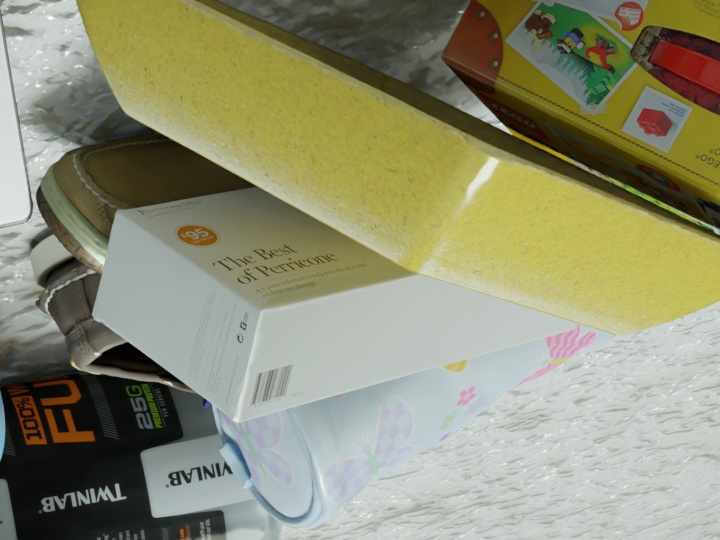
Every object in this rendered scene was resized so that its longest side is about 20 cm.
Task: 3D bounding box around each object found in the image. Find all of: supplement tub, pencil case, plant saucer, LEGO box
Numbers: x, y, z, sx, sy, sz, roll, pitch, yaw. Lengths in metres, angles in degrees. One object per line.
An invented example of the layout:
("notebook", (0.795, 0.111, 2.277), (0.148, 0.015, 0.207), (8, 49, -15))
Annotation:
("supplement tub", (-0.147, 0.113, 1.126), (0.199, 0.123, 0.123), (-10, 158, -17))
("pencil case", (0.028, 0.039, 1.050), (0.199, 0.083, 0.091), (-30, 160, -26))
("plant saucer", (0.015, -0.036, 0.795), (0.200, 0.199, 0.049), (17, 99, -53))
("LEGO box", (0.150, -0.046, 0.853), (0.077, 0.199, 0.149), (-60, 154, -3))

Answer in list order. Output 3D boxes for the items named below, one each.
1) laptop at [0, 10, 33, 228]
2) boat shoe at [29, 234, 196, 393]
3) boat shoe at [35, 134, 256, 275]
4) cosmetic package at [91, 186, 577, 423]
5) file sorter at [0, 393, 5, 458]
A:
("laptop", (-0.192, -0.054, 0.678), (0.186, 0.116, 0.201), (-12, 125, -11))
("boat shoe", (-0.073, 0.028, 1.056), (0.072, 0.060, 0.200), (-27, 157, 23))
("boat shoe", (-0.044, -0.035, 0.935), (0.076, 0.072, 0.199), (-45, 155, 26))
("cosmetic package", (0.000, 0.000, 0.892), (0.199, 0.082, 0.051), (-13, 124, -47))
("file sorter", (-0.250, 0.040, 0.854), (0.199, 0.140, 0.123), (-1, 150, -34))
